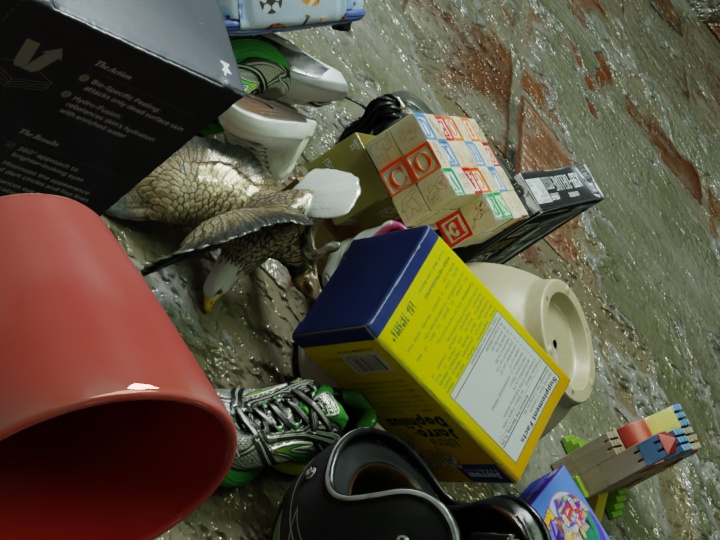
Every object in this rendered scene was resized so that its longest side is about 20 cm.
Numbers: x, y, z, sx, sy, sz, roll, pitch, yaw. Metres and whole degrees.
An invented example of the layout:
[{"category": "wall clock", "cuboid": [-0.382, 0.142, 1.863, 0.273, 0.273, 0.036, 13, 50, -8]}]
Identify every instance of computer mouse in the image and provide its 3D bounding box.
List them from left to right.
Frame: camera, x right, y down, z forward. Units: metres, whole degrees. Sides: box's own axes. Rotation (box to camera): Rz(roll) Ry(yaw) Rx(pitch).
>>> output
[{"category": "computer mouse", "cuboid": [-0.055, -0.183, 1.426, 0.199, 0.109, 0.044, 24, 68, -27]}]

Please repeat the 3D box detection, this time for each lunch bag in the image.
[{"category": "lunch bag", "cuboid": [-0.098, -0.262, 1.320, 0.198, 0.160, 0.076, -9, 104, -33]}]

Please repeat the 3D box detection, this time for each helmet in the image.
[{"category": "helmet", "cuboid": [0.024, 0.221, 1.014, 0.199, 0.189, 0.202, -11, 105, -51]}]

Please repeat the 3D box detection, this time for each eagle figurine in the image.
[{"category": "eagle figurine", "cuboid": [-0.105, -0.037, 1.149, 0.199, 0.151, 0.152, 32, 57, -46]}]

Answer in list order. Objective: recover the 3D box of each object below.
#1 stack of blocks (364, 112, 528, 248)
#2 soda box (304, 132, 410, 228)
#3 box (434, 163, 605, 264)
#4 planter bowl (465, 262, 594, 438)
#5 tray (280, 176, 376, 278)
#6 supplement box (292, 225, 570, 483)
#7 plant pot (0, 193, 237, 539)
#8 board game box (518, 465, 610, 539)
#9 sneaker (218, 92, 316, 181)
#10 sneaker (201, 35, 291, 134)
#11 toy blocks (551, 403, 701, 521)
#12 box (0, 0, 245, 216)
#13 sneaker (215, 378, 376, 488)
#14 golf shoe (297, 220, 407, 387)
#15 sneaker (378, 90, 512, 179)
[{"category": "stack of blocks", "cuboid": [0.086, -0.085, 1.347, 0.116, 0.058, 0.200, 62, 21, 7]}, {"category": "soda box", "cuboid": [0.024, -0.086, 1.381, 0.068, 0.064, 0.200, 62, 20, 10]}, {"category": "box", "cuboid": [0.164, -0.053, 1.542, 0.050, 0.157, 0.200, 60, 28, 9]}, {"category": "planter bowl", "cuboid": [0.144, 0.081, 1.346, 0.200, 0.134, 0.202, 34, 49, -50]}, {"category": "tray", "cuboid": [0.000, 0.000, 1.362, 0.201, 0.037, 0.098, 61, 28, 7]}, {"category": "supplement box", "cuboid": [0.061, 0.074, 1.164, 0.200, 0.109, 0.109, 46, 60, -22]}, {"category": "plant pot", "cuboid": [-0.196, 0.065, 0.857, 0.200, 0.200, 0.178, 17, 37, -49]}, {"category": "board game box", "cuboid": [0.186, 0.288, 1.343, 0.135, 0.045, 0.200, 58, 28, 2]}, {"category": "sneaker", "cuboid": [-0.088, -0.109, 1.252, 0.072, 0.085, 0.200, 28, 6, 10]}, {"category": "sneaker", "cuboid": [-0.135, -0.164, 1.297, 0.199, 0.078, 0.086, -15, 80, -51]}, {"category": "toy blocks", "cuboid": [0.304, 0.197, 1.523, 0.199, 0.136, 0.101, 2, 59, -57]}, {"category": "box", "cuboid": [-0.225, -0.143, 0.990, 0.196, 0.199, 0.118, 20, 44, -48]}, {"category": "sneaker", "cuboid": [-0.065, 0.113, 1.079, 0.199, 0.085, 0.079, 3, 58, -55]}, {"category": "golf shoe", "cuboid": [-0.001, 0.039, 1.235, 0.075, 0.091, 0.201, 26, 53, -22]}, {"category": "sneaker", "cuboid": [0.097, -0.107, 1.584, 0.199, 0.076, 0.115, 38, 35, -25]}]
